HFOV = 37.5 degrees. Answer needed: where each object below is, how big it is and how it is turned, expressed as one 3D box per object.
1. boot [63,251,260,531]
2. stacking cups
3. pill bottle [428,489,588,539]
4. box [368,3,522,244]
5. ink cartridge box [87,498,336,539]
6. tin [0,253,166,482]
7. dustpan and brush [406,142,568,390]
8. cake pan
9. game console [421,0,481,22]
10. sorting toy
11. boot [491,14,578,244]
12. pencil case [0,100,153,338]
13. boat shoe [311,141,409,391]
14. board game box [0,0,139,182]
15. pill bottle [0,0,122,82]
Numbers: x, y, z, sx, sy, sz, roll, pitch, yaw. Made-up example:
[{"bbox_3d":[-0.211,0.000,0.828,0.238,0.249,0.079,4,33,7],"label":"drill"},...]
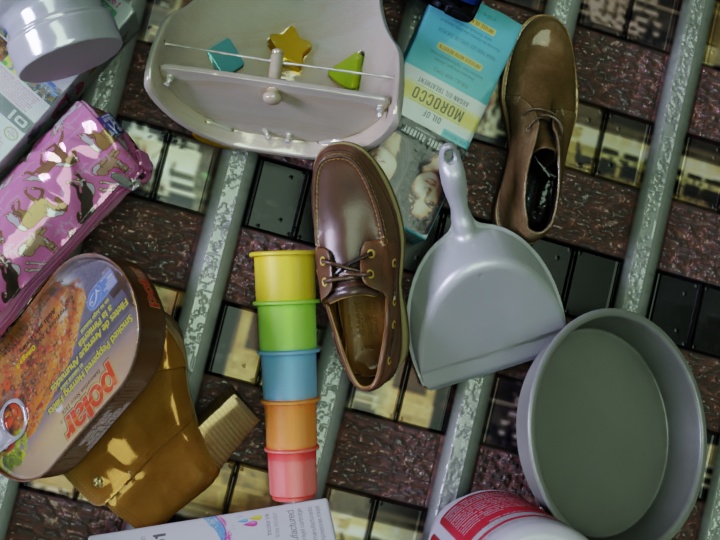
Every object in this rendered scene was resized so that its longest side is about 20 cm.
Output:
[{"bbox_3d":[-0.191,0.102,0.844,0.144,0.071,0.202,-42,96,-7],"label":"boot"},{"bbox_3d":[-0.063,0.085,0.871,0.059,0.060,0.204,1,90,-8],"label":"stacking cups"},{"bbox_3d":[0.111,0.232,0.815,0.110,0.200,0.115,0,88,-8],"label":"pill bottle"},{"bbox_3d":[0.057,-0.132,0.899,0.081,0.049,0.203,25,84,-6],"label":"box"},{"bbox_3d":[-0.108,0.267,0.803,0.196,0.145,0.086,-8,124,-8],"label":"ink cartridge box"},{"bbox_3d":[-0.222,0.076,0.807,0.200,0.042,0.113,-46,60,21],"label":"tin"},{"bbox_3d":[0.092,-0.008,0.872,0.137,0.058,0.202,-16,127,-2],"label":"dustpan and brush"},{"bbox_3d":[0.207,0.135,0.883,0.197,0.037,0.204,6,78,-29],"label":"cake pan"},{"bbox_3d":[0.025,-0.294,0.831,0.197,0.119,0.172,26,58,0],"label":"game console"},{"bbox_3d":[-0.058,-0.194,0.867,0.196,0.107,0.183,8,71,0],"label":"sorting toy"},{"bbox_3d":[0.157,-0.123,0.901,0.072,0.075,0.204,7,85,-6],"label":"boot"},{"bbox_3d":[-0.254,-0.039,0.835,0.200,0.086,0.083,-48,116,-7],"label":"pencil case"},{"bbox_3d":[0.000,0.000,0.844,0.071,0.068,0.204,-5,108,13],"label":"boat shoe"},{"bbox_3d":[-0.296,-0.176,0.844,0.147,0.064,0.201,41,83,-4],"label":"board game box"},{"bbox_3d":[-0.245,-0.247,0.768,0.110,0.112,0.203,-21,90,-8],"label":"pill bottle"}]
